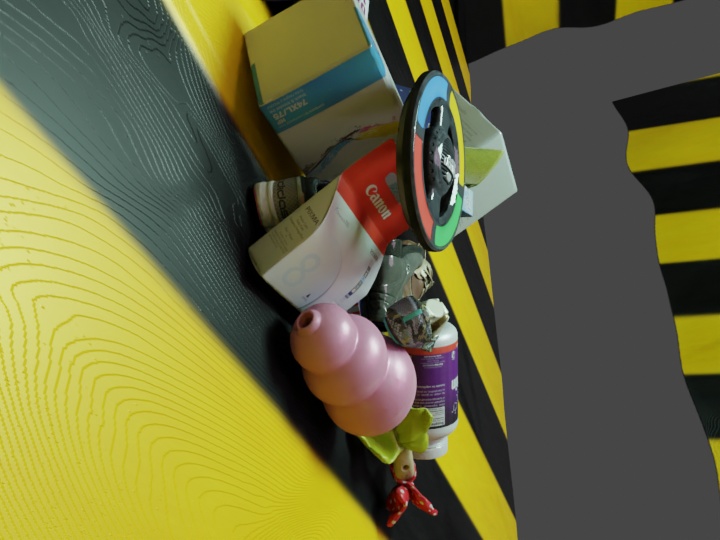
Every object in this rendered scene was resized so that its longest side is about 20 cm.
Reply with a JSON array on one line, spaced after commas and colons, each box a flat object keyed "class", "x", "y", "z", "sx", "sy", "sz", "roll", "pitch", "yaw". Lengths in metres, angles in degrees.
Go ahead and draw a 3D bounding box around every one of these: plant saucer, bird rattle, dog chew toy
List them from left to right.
[{"class": "dog chew toy", "x": -0.014, "y": 0.111, "z": 0.833, "sx": 0.201, "sy": 0.122, "sz": 0.127, "roll": 49, "pitch": 33, "yaw": -42}, {"class": "bird rattle", "x": 0.060, "y": 0.250, "z": 1.014, "sx": 0.164, "sy": 0.110, "sz": 0.203, "roll": -104, "pitch": 176, "yaw": -57}, {"class": "plant saucer", "x": 0.091, "y": -0.147, "z": 1.080, "sx": 0.200, "sy": 0.194, "sz": 0.049, "roll": 174, "pitch": -83, "yaw": -74}]

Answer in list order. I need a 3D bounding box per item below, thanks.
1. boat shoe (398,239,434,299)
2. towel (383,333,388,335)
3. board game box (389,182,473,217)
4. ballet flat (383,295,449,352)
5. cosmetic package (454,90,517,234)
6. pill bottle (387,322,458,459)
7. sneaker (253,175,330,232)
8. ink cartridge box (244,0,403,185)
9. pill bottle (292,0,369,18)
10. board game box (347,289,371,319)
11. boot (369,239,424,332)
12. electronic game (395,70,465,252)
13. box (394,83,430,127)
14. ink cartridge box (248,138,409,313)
[{"class": "boat shoe", "x": 0.088, "y": 0.006, "z": 1.188, "sx": 0.202, "sy": 0.070, "sz": 0.077, "roll": -89, "pitch": 172, "yaw": -55}, {"class": "towel", "x": 0.044, "y": 0.077, "z": 1.189, "sx": 0.086, "sy": 0.018, "sz": 0.205, "roll": 54, "pitch": 30, "yaw": -55}, {"class": "board game box", "x": 0.053, "y": -0.103, "z": 1.024, "sx": 0.199, "sy": 0.194, "sz": 0.045, "roll": 4, "pitch": 84, "yaw": -71}, {"class": "ballet flat", "x": 0.083, "y": 0.067, "z": 0.917, "sx": 0.200, "sy": 0.070, "sz": 0.074, "roll": 23, "pitch": 57, "yaw": -76}, {"class": "cosmetic package", "x": 0.163, "y": -0.192, "z": 1.346, "sx": 0.168, "sy": 0.198, "sz": 0.167, "roll": 56, "pitch": -1, "yaw": 41}, {"class": "pill bottle", "x": 0.099, "y": 0.185, "z": 1.113, "sx": 0.112, "sy": 0.109, "sz": 0.206, "roll": -35, "pitch": 125, "yaw": -71}, {"class": "sneaker", "x": -0.050, "y": -0.059, "z": 0.856, "sx": 0.200, "sy": 0.085, "sz": 0.076, "roll": 42, "pitch": 40, "yaw": -63}, {"class": "ink cartridge box", "x": -0.027, "y": -0.208, "z": 0.871, "sx": 0.201, "sy": 0.143, "sz": 0.149, "roll": 54, "pitch": 15, "yaw": -49}, {"class": "pill bottle", "x": -0.046, "y": -0.350, "z": 1.005, "sx": 0.114, "sy": 0.110, "sz": 0.204, "roll": 60, "pitch": 25, "yaw": -45}, {"class": "board game box", "x": 0.000, "y": 0.000, "z": 1.048, "sx": 0.199, "sy": 0.045, "sz": 0.156, "roll": 6, "pitch": 74, "yaw": -72}, {"class": "boot", "x": 0.045, "y": 0.027, "z": 1.027, "sx": 0.199, "sy": 0.066, "sz": 0.135, "roll": 7, "pitch": 85, "yaw": -72}, {"class": "electronic game", "x": 0.087, "y": -0.124, "z": 0.812, "sx": 0.199, "sy": 0.041, "sz": 0.206, "roll": 2, "pitch": 90, "yaw": -66}, {"class": "box", "x": 0.034, "y": -0.247, "z": 1.094, "sx": 0.033, "sy": 0.195, "sz": 0.123, "roll": 115, "pitch": -15, "yaw": -47}, {"class": "ink cartridge box", "x": -0.009, "y": -0.033, "z": 0.803, "sx": 0.048, "sy": 0.198, "sz": 0.160, "roll": 56, "pitch": 4, "yaw": 34}]
